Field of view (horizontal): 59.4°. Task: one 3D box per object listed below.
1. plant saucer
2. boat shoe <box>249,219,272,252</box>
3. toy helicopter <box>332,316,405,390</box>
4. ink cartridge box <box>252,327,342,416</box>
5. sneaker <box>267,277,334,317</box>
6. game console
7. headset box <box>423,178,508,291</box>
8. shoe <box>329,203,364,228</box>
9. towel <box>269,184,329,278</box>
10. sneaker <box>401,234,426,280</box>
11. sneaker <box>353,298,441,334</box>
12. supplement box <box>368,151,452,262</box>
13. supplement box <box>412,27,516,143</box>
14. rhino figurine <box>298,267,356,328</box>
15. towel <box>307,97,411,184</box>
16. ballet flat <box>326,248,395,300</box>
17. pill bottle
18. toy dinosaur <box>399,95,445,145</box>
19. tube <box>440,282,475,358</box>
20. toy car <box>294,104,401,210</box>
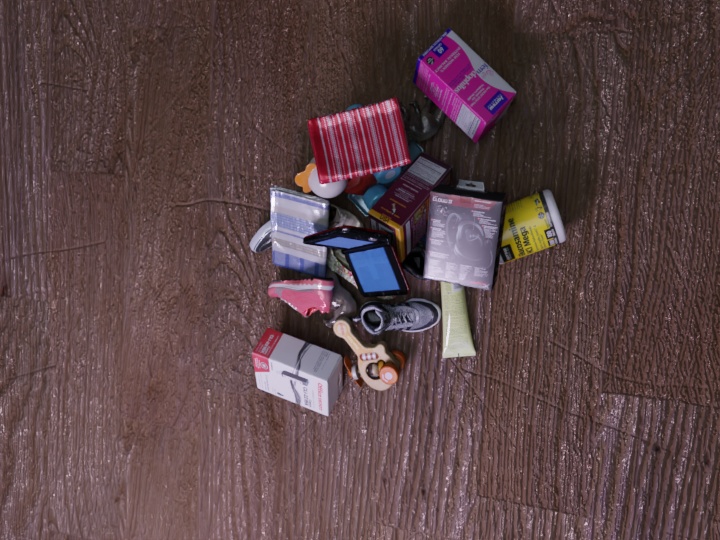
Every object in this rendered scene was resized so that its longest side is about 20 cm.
[{"bbox_3d":[0.057,-0.222,1.448,0.070,0.019,0.201,44,106,8],"label":"plant saucer"},{"bbox_3d":[-0.177,-0.094,1.500,0.198,0.072,0.072,-36,80,14],"label":"boat shoe"},{"bbox_3d":[0.002,0.194,1.458,0.131,0.079,0.201,-38,96,28],"label":"toy helicopter"},{"bbox_3d":[-0.145,0.238,1.479,0.195,0.085,0.147,17,138,14],"label":"ink cartridge box"},{"bbox_3d":[-0.143,0.063,1.453,0.196,0.073,0.090,-4,87,38],"label":"sneaker"},{"bbox_3d":[-0.013,-0.014,1.315,0.198,0.168,0.123,-9,77,59],"label":"game console"},{"bbox_3d":[0.210,-0.078,1.265,0.145,0.077,0.206,10,111,19],"label":"headset box"},{"bbox_3d":[-0.083,-0.120,1.449,0.195,0.053,0.072,19,90,-8],"label":"shoe"},{"bbox_3d":[-0.137,-0.085,1.421,0.143,0.024,0.205,15,126,15],"label":"towel"},{"bbox_3d":[0.108,-0.070,1.396,0.075,0.111,0.204,-28,86,17],"label":"sneaker"},{"bbox_3d":[0.080,0.108,1.418,0.194,0.114,0.078,-2,95,17],"label":"sneaker"},{"bbox_3d":[0.108,-0.136,1.335,0.084,0.112,0.201,29,63,24],"label":"supplement box"},{"bbox_3d":[0.216,-0.387,1.328,0.101,0.104,0.200,-43,83,-10],"label":"supplement box"},{"bbox_3d":[-0.081,0.045,1.490,0.087,0.059,0.202,-43,75,21],"label":"rhino figurine"},{"bbox_3d":[-0.004,-0.263,1.280,0.194,0.022,0.149,-12,78,6],"label":"towel"},{"bbox_3d":[0.000,0.000,1.451,0.196,0.076,0.065,27,143,12],"label":"ballet flat"},{"bbox_3d":[0.323,-0.083,1.329,0.195,0.112,0.115,-21,89,17],"label":"pill bottle"},{"bbox_3d":[0.126,-0.326,1.397,0.195,0.077,0.105,-18,92,-15],"label":"toy dinosaur"},{"bbox_3d":[0.211,0.093,1.415,0.057,0.051,0.207,0,99,49],"label":"tube"},{"bbox_3d":[-0.045,-0.223,1.345,0.187,0.195,0.179,60,152,27],"label":"toy car"}]
